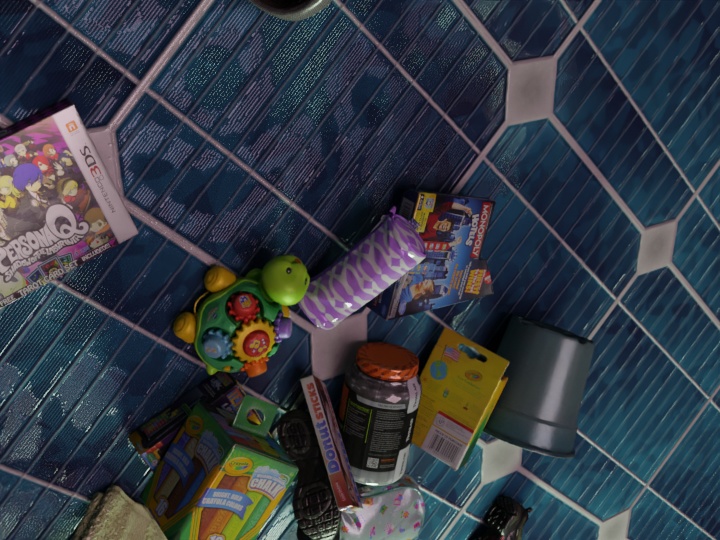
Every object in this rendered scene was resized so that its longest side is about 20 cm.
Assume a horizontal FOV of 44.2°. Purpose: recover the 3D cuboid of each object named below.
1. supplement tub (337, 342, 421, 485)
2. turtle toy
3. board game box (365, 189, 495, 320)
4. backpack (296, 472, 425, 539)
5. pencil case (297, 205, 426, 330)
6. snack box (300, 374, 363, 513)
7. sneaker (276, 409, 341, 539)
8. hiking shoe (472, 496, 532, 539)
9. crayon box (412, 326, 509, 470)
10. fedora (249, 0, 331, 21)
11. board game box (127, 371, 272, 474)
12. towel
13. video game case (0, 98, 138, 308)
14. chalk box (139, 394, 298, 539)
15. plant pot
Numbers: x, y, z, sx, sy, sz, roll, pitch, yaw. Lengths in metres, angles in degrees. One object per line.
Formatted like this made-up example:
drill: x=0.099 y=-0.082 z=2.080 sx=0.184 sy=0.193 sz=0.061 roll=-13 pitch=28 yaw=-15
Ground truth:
supplement tub: x=0.027 y=0.222 z=1.383 sx=0.122 sy=0.123 sz=0.200 roll=-3 pitch=114 yaw=-33
turtle toy: x=-0.147 y=0.061 z=1.202 sx=0.146 sy=0.101 sz=0.200 roll=33 pitch=91 yaw=-40
board game box: x=0.127 y=-0.024 z=1.363 sx=0.200 sy=0.062 sz=0.200 roll=3 pitch=109 yaw=-36
backpack: x=0.002 y=0.390 z=1.442 sx=0.200 sy=0.127 sz=0.167 roll=-9 pitch=116 yaw=-29
pencil case: x=0.000 y=0.000 z=1.248 sx=0.200 sy=0.084 sz=0.086 roll=-39 pitch=106 yaw=14
snack box: x=-0.043 y=0.255 z=1.306 sx=0.024 sy=0.200 sz=0.072 roll=-21 pitch=158 yaw=5
sneaker: x=-0.065 y=0.306 z=1.339 sx=0.076 sy=0.091 sz=0.200 roll=-13 pitch=82 yaw=13
hiking shoe: x=0.271 y=0.544 z=1.733 sx=0.101 sy=0.076 sz=0.200 roll=30 pitch=92 yaw=-36
crayon box: x=0.155 y=0.208 z=1.458 sx=0.200 sy=0.127 sz=0.051 roll=-65 pitch=158 yaw=9
fedora: x=-0.079 y=-0.394 z=1.015 sx=0.090 sy=0.177 sz=0.200 roll=-47 pitch=128 yaw=-46
board game box: x=-0.213 y=0.265 z=1.285 sx=0.165 sy=0.057 sz=0.200 roll=-36 pitch=127 yaw=-17
towel: x=-0.350 y=0.415 z=1.226 sx=0.148 sy=0.036 sz=0.200 roll=51 pitch=51 yaw=-36
video game case: x=-0.382 y=-0.072 z=1.020 sx=0.200 sy=0.036 sz=0.181 roll=-31 pitch=124 yaw=-18
chalk box: x=-0.178 y=0.266 z=1.193 sx=0.125 sy=0.124 sz=0.200 roll=30 pitch=92 yaw=-40
plant pot: x=0.301 y=0.191 z=1.524 sx=0.200 sy=0.200 sz=0.196 roll=15 pitch=94 yaw=-38
